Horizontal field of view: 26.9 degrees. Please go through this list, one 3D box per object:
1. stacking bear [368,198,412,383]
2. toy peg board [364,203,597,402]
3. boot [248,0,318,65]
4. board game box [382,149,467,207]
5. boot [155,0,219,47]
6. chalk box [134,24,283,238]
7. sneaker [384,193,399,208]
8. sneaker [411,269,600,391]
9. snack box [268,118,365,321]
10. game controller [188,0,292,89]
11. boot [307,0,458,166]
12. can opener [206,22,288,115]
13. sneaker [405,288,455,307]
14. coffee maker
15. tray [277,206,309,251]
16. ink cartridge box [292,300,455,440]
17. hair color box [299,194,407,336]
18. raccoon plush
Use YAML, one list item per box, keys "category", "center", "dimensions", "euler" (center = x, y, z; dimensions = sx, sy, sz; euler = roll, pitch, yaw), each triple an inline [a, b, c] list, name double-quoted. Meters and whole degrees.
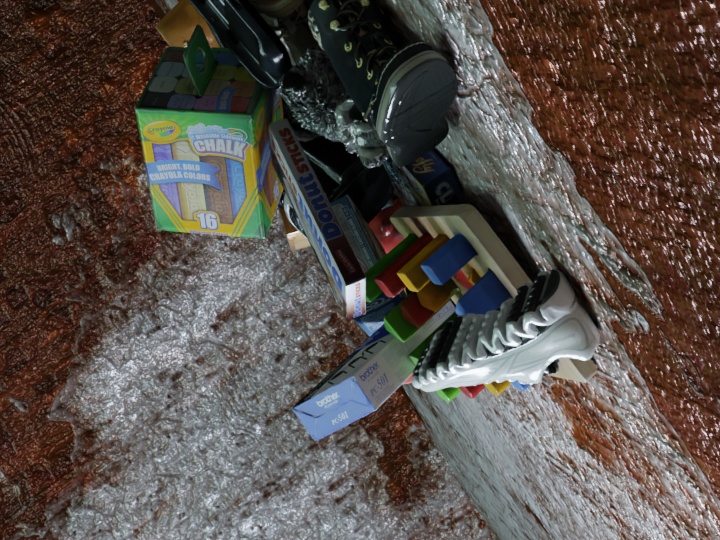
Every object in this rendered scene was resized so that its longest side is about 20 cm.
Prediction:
- category: "stacking bear"
  center: [0.062, 0.017, 1.782]
  dimensions: [0.121, 0.113, 0.201]
  euler: [-50, -54, -51]
- category: "toy peg board"
  center: [0.096, 0.045, 1.441]
  dimensions: [0.200, 0.098, 0.199]
  euler: [51, 168, -13]
- category: "boot"
  center: [-0.078, -0.263, 1.546]
  dimensions: [0.155, 0.072, 0.200]
  euler: [58, 176, -34]
- category: "board game box"
  center: [0.077, -0.063, 1.540]
  dimensions: [0.136, 0.035, 0.200]
  euler: [51, 173, 45]
- category: "boot"
  center: [-0.168, -0.311, 1.663]
  dimensions: [0.071, 0.144, 0.201]
  euler: [49, 171, 47]
- category: "chalk box"
  center: [-0.149, -0.150, 1.544]
  dimensions: [0.125, 0.123, 0.200]
  euler: [-73, -15, -48]
- category: "sneaker"
  center: [0.041, -0.034, 1.848]
  dimensions: [0.200, 0.072, 0.072]
  euler: [61, 175, -28]
- category: "sneaker"
  center: [0.124, 0.073, 1.323]
  dimensions: [0.081, 0.075, 0.200]
  euler: [44, 137, -18]
- category: "snack box"
  center: [-0.042, -0.051, 1.475]
  dimensions: [0.072, 0.024, 0.200]
  euler: [91, 156, -60]
- category: "game controller"
  center: [-0.132, -0.262, 1.469]
  dimensions: [0.200, 0.042, 0.104]
  euler: [50, 162, 12]
- category: "boot"
  center: [0.010, -0.179, 1.241]
  dimensions: [0.154, 0.073, 0.204]
  euler: [57, 176, 12]
- category: "can opener"
  center: [-0.123, -0.217, 1.601]
  dimensions: [0.063, 0.078, 0.200]
  euler: [30, 148, 58]
- category: "sneaker"
  center: [0.113, 0.042, 1.662]
  dimensions: [0.080, 0.074, 0.200]
  euler: [14, -140, -40]
- category: "coffee maker"
  center: [-0.060, -0.145, 1.713]
  dimensions: [0.200, 0.192, 0.135]
  euler: [32, 180, 24]
- category: "tray"
  center: [-0.062, -0.121, 1.827]
  dimensions: [0.037, 0.098, 0.200]
  euler: [77, 176, -50]
- category: "ink cartridge box"
  center: [0.021, 0.095, 1.550]
  dimensions: [0.044, 0.094, 0.200]
  euler: [56, -142, -4]
- category: "hair color box"
  center: [0.000, 0.000, 1.620]
  dimensions: [0.100, 0.060, 0.200]
  euler: [64, -176, 17]
- category: "raccoon plush"
  center: [-0.003, -0.144, 1.477]
  dimensions: [0.134, 0.097, 0.200]
  euler: [50, 174, 11]
